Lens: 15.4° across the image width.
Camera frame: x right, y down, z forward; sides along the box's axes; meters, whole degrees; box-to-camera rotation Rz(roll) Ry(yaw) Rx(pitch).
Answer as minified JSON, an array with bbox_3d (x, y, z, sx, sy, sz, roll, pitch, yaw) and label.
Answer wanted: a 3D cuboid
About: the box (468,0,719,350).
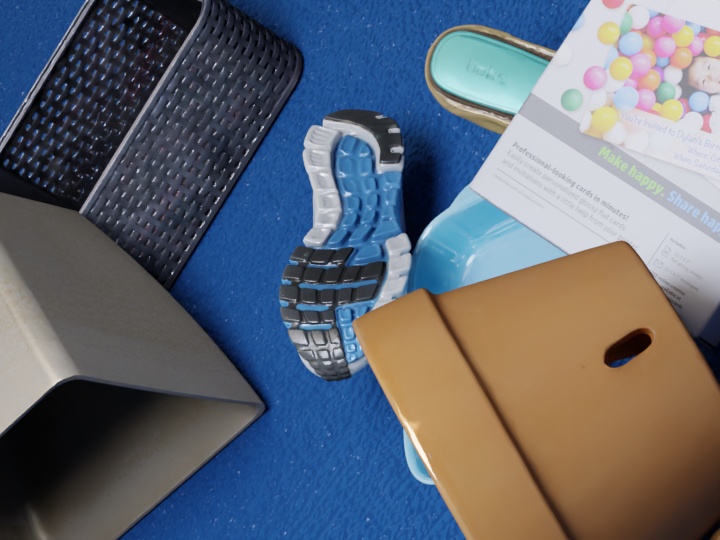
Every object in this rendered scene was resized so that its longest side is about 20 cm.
[{"bbox_3d":[0.175,-0.084,1.406,0.156,0.041,0.200,35,92,24],"label":"box"}]

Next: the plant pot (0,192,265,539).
[{"bbox_3d":[-0.218,0.062,1.616,0.200,0.200,0.177,-41,64,21],"label":"plant pot"}]

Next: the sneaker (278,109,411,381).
[{"bbox_3d":[0.000,0.000,1.556,0.075,0.087,0.200,0,43,9],"label":"sneaker"}]

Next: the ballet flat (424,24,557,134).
[{"bbox_3d":[0.130,-0.085,1.481,0.200,0.063,0.069,27,87,24],"label":"ballet flat"}]

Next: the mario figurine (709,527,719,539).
[{"bbox_3d":[0.189,0.189,1.208,0.200,0.106,0.124,-126,38,-57],"label":"mario figurine"}]

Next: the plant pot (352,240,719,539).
[{"bbox_3d":[0.104,0.077,1.311,0.140,0.200,0.200,-31,42,2],"label":"plant pot"}]

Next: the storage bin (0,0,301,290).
[{"bbox_3d":[-0.147,-0.096,1.772,0.200,0.094,0.135,-57,38,1],"label":"storage bin"}]

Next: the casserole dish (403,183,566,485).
[{"bbox_3d":[0.080,0.037,1.483,0.121,0.039,0.200,-24,51,36],"label":"casserole dish"}]
